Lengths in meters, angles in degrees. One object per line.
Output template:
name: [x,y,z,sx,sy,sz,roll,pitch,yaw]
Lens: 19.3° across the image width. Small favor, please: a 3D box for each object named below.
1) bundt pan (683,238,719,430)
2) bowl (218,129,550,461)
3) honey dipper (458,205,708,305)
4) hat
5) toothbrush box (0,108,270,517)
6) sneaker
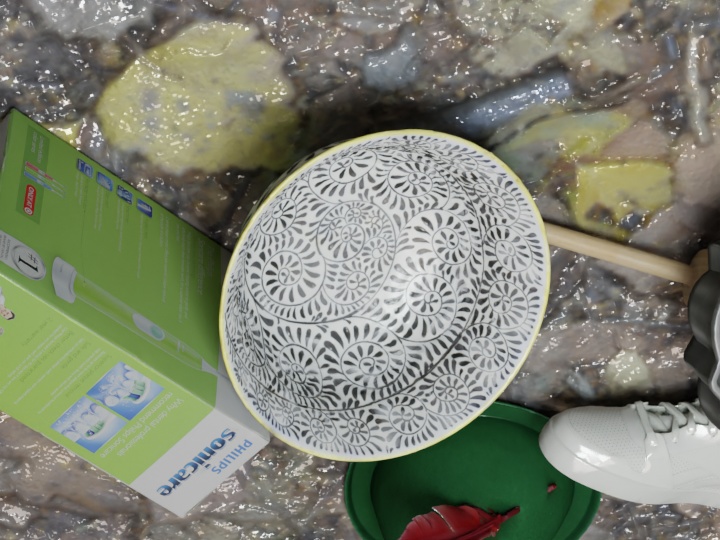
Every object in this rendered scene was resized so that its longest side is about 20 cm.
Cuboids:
bundt pan: [0.275,0.032,1.249,0.200,0.076,0.204,-5,103,-21]
bowl: [0.000,0.000,1.221,0.199,0.094,0.202,-9,115,-20]
honey dipper: [0.153,-0.010,1.275,0.199,0.038,0.038,15,126,-13]
hat: [0.067,0.195,1.342,0.199,0.177,0.166,17,126,-15]
toothbrush box: [-0.151,0.025,1.218,0.199,0.146,0.086,33,121,-26]
sneaker: [0.219,0.090,1.340,0.199,0.074,0.116,10,126,-22]
